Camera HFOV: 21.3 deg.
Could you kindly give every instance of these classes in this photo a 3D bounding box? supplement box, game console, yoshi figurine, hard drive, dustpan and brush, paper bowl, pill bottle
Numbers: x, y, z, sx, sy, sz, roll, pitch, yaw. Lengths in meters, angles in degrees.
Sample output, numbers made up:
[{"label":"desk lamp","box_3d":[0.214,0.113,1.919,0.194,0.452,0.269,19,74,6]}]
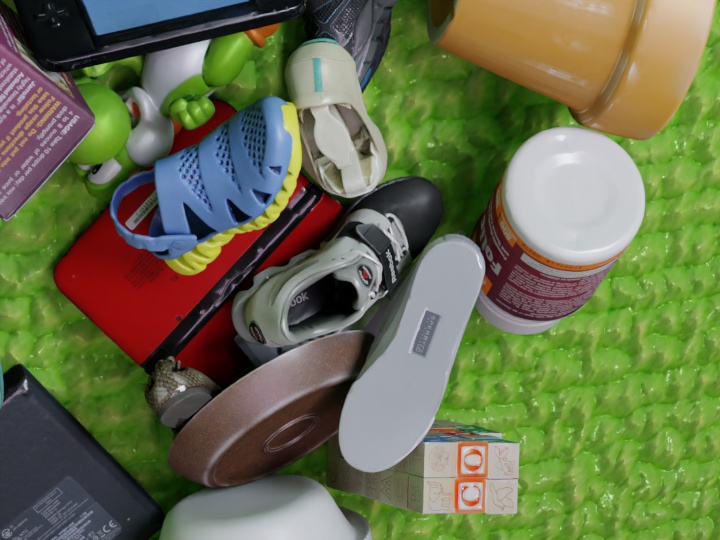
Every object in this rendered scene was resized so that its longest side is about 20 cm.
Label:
[{"label":"supplement box","box_3d":[-0.297,-0.149,1.331,0.103,0.131,0.200,-46,124,7]},{"label":"game console","box_3d":[-0.119,-0.015,1.550,0.172,0.119,0.200,43,95,-4]},{"label":"game console","box_3d":[-0.153,-0.252,1.339,0.198,0.177,0.117,-15,143,-15]},{"label":"yoshi figurine","box_3d":[-0.157,-0.142,1.419,0.112,0.113,0.200,35,102,-18]},{"label":"hard drive","box_3d":[-0.272,0.186,1.582,0.139,0.033,0.200,-38,125,0]},{"label":"dustpan and brush","box_3d":[0.003,0.028,1.590,0.200,0.057,0.140,-46,145,-8]},{"label":"paper bowl","box_3d":[-0.088,0.237,1.592,0.199,0.200,0.105,-13,102,-17]},{"label":"pill bottle","box_3d":[0.151,-0.026,1.553,0.113,0.115,0.200,-17,162,-15]}]

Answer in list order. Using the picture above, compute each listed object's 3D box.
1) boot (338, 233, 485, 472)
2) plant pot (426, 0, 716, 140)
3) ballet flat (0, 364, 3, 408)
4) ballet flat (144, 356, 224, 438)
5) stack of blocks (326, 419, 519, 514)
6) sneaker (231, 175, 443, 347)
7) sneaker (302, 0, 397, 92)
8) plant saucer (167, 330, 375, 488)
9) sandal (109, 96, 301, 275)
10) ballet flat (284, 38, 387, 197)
[{"label":"boot","box_3d":[0.045,0.064,1.537,0.073,0.096,0.201,28,94,1]},{"label":"plant pot","box_3d":[0.154,-0.217,1.470,0.182,0.200,0.202,11,113,-11]},{"label":"ballet flat","box_3d":[-0.320,0.034,1.456,0.062,0.067,0.202,-31,124,-46]},{"label":"ballet flat","box_3d":[-0.136,0.109,1.550,0.067,0.047,0.200,-35,162,-1]},{"label":"stack of blocks","box_3d":[0.061,0.163,1.613,0.114,0.200,0.059,2,90,-23]},{"label":"sneaker","box_3d":[0.000,0.000,1.498,0.200,0.088,0.074,-39,113,-18]},{"label":"sneaker","box_3d":[-0.016,-0.194,1.479,0.081,0.073,0.201,26,117,3]},{"label":"plant saucer","box_3d":[-0.063,0.121,1.566,0.199,0.035,0.201,-30,160,-12]},{"label":"sandal","box_3d":[-0.114,-0.061,1.392,0.087,0.080,0.200,14,142,-33]},{"label":"ballet flat","box_3d":[-0.017,-0.094,1.447,0.069,0.070,0.200,-33,149,-4]}]
